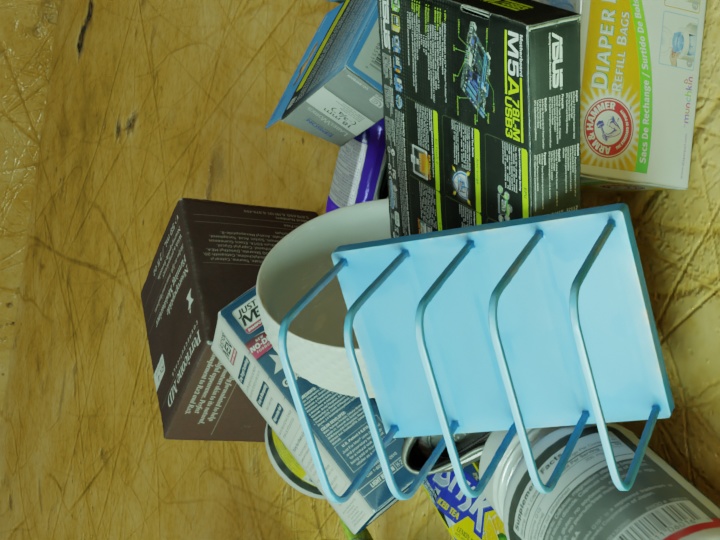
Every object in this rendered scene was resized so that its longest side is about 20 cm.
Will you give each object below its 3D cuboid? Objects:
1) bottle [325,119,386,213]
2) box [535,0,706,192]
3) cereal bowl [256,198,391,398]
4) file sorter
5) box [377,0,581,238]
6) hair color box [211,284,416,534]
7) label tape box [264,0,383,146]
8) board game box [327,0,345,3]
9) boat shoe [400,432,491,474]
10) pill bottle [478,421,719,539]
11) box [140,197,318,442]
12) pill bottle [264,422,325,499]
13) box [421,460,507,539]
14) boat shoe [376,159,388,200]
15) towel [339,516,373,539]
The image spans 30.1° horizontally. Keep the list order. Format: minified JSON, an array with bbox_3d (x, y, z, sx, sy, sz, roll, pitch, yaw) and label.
[{"bbox_3d":[0.004,-0.067,1.290,0.084,0.065,0.202,-130,50,-64],"label":"bottle"},{"bbox_3d":[0.163,-0.157,0.924,0.112,0.101,0.202,-172,88,-65],"label":"box"},{"bbox_3d":[0.023,0.030,1.015,0.200,0.199,0.084,-124,19,-54],"label":"cereal bowl"},{"bbox_3d":[0.068,0.058,0.815,0.199,0.123,0.140,-8,109,28],"label":"file sorter"},{"bbox_3d":[0.077,-0.089,0.904,0.193,0.047,0.202,32,131,54],"label":"box"},{"bbox_3d":[-0.037,0.109,1.086,0.200,0.060,0.100,51,159,10],"label":"hair color box"},{"bbox_3d":[0.001,-0.193,1.207,0.145,0.063,0.200,-64,16,-19],"label":"label tape box"},{"bbox_3d":[-0.015,-0.327,1.232,0.200,0.194,0.056,-41,49,55],"label":"board game box"},{"bbox_3d":[0.110,0.089,0.956,0.200,0.057,0.067,-38,86,24],"label":"boat shoe"},{"bbox_3d":[0.160,0.166,0.848,0.200,0.113,0.115,-136,55,-60],"label":"pill bottle"},{"bbox_3d":[-0.125,0.054,1.425,0.166,0.163,0.201,119,146,-41],"label":"box"},{"bbox_3d":[-0.002,0.114,1.209,0.200,0.113,0.115,-54,39,47],"label":"pill bottle"},{"bbox_3d":[0.113,0.188,1.004,0.200,0.064,0.071,-125,46,-54],"label":"box"},{"bbox_3d":[0.058,-0.144,1.193,0.073,0.061,0.202,-156,75,-67],"label":"boat shoe"},{"bbox_3d":[0.020,0.320,1.135,0.144,0.023,0.201,68,-173,-52],"label":"towel"}]
